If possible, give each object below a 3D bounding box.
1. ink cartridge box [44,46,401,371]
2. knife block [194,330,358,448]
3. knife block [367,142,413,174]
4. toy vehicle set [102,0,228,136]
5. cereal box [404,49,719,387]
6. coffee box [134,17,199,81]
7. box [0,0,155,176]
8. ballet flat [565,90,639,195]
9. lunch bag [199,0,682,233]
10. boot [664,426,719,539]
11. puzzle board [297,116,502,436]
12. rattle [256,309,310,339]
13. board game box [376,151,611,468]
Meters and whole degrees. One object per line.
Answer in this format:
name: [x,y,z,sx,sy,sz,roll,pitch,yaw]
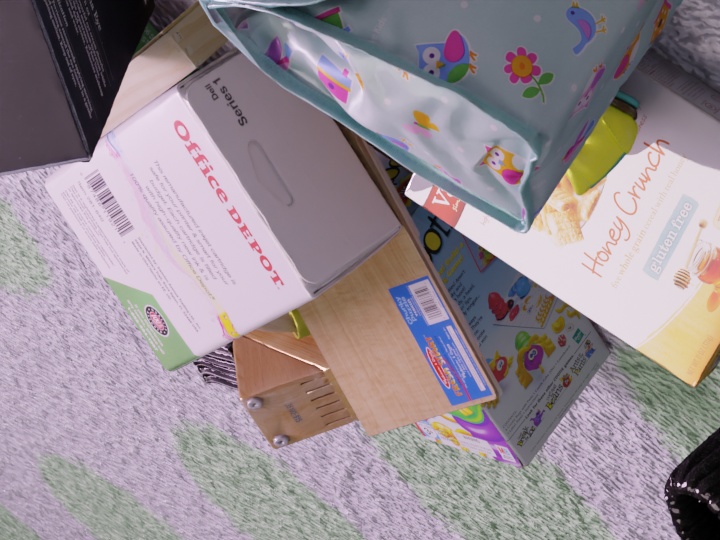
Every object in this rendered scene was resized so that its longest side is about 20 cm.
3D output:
ink cartridge box: [-0.085,-0.039,1.668,0.145,0.084,0.200,57,147,-4]
knife block: [-0.040,0.035,2.053,0.199,0.176,0.064,-20,135,12]
knife block: [0.050,-0.115,1.586,0.200,0.064,0.176,35,159,11]
toy vehicle set: [-0.094,-0.147,1.674,0.027,0.124,0.200,49,158,-7]
cereal box: [0.135,-0.049,1.511,0.200,0.040,0.144,33,121,14]
coffee box: [-0.181,-0.131,1.898,0.123,0.044,0.200,48,156,-23]
box: [-0.207,-0.181,1.555,0.104,0.182,0.201,-9,120,15]
ballet flat: [0.051,-0.102,1.469,0.199,0.067,0.067,30,-176,15]
lunch bag: [0.042,-0.146,1.384,0.200,0.171,0.122,31,159,14]
boot: [0.269,0.137,1.605,0.079,0.158,0.211,7,143,54]
puzzle board: [0.000,0.000,1.684,0.151,0.017,0.201,-22,99,57]
rattle: [-0.078,-0.057,1.885,0.200,0.130,0.143,36,-153,-33]
board game box: [0.055,0.016,1.792,0.103,0.105,0.200,13,147,48]
